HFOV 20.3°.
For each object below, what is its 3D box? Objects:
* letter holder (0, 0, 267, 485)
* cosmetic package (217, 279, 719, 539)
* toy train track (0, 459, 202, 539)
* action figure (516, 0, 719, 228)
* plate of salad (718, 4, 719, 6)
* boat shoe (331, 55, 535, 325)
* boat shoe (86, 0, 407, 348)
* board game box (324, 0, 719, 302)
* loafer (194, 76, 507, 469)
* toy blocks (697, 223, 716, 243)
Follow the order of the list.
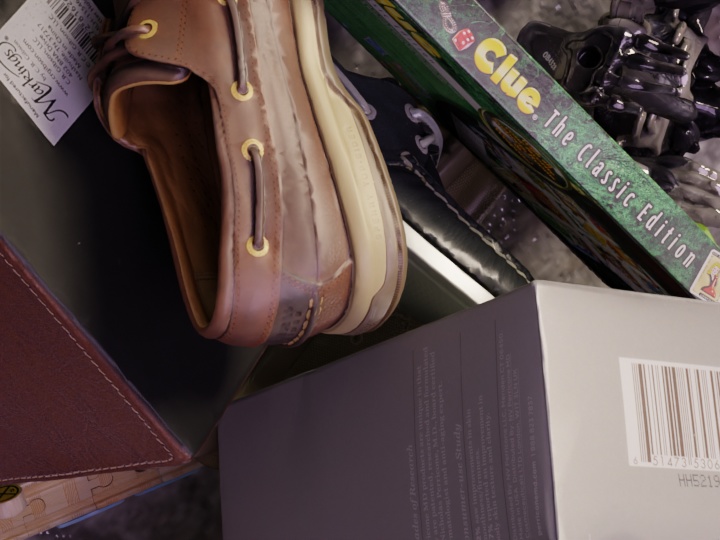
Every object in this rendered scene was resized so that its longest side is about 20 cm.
[{"bbox_3d":[-0.139,-0.030,0.696,0.200,0.142,0.101,52,48,-24],"label":"letter holder"},{"bbox_3d":[0.042,0.068,0.663,0.106,0.200,0.091,5,71,-30],"label":"cosmetic package"},{"bbox_3d":[-0.116,0.092,0.779,0.199,0.033,0.115,-22,115,-18],"label":"toy train track"},{"bbox_3d":[0.125,-0.068,0.746,0.119,0.102,0.200,-63,161,0],"label":"action figure"},{"bbox_3d":[0.229,-0.147,0.795,0.199,0.200,0.048,14,62,-28],"label":"plate of salad"},{"bbox_3d":[-0.007,-0.047,0.709,0.200,0.076,0.060,40,73,9],"label":"boat shoe"},{"bbox_3d":[-0.051,-0.069,0.635,0.067,0.072,0.201,-13,74,-30],"label":"boat shoe"},{"bbox_3d":[0.050,-0.053,0.687,0.200,0.105,0.023,43,88,-23],"label":"board game box"},{"bbox_3d":[0.000,0.000,0.781,0.200,0.076,0.067,-47,129,-4],"label":"loafer"},{"bbox_3d":[0.101,0.056,0.796,0.136,0.200,0.100,-30,92,-2],"label":"toy blocks"}]
